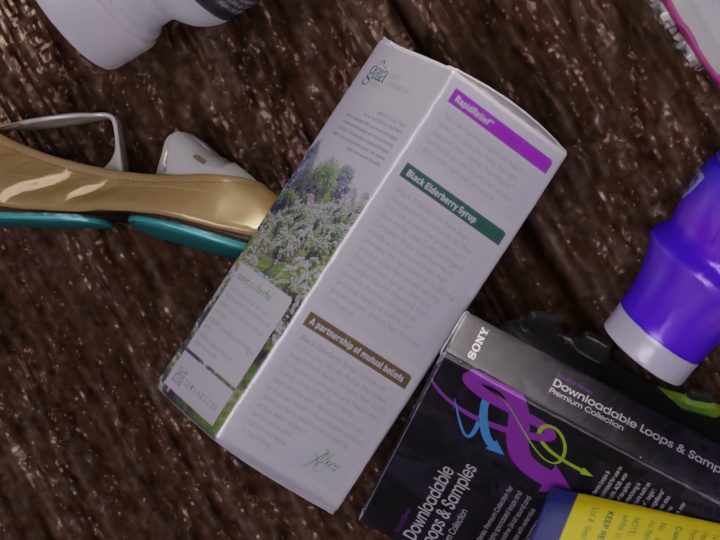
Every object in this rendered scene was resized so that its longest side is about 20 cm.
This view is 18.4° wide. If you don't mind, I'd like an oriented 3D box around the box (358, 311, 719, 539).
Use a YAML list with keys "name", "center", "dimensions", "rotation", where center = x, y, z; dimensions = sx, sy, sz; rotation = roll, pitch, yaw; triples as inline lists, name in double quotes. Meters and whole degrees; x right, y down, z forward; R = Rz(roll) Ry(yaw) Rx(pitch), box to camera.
- name: "box"
  center: [0.109, 0.115, 1.033]
  dimensions: [0.199, 0.036, 0.143]
  rotation: [27, 138, 2]

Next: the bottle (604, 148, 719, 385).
- name: "bottle"
  center: [0.189, -0.038, 1.019]
  dimensions: [0.065, 0.084, 0.200]
  rotation: [38, 104, 5]

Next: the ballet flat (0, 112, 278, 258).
- name: "ballet flat"
  center: [-0.111, -0.044, 1.089]
  dimensions: [0.199, 0.069, 0.063]
  rotation: [8, 84, 9]

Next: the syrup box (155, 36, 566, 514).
- name: "syrup box"
  center: [0.000, 0.000, 1.029]
  dimensions: [0.081, 0.079, 0.200]
  rotation: [34, 89, -31]

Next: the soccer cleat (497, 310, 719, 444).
- name: "soccer cleat"
  center: [0.137, 0.094, 1.069]
  dimensions: [0.200, 0.065, 0.084]
  rotation: [31, 132, 1]

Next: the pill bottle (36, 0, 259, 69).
- name: "pill bottle"
  center: [-0.060, -0.185, 1.031]
  dimensions: [0.200, 0.116, 0.117]
  rotation: [-31, 91, 13]

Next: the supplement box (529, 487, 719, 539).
- name: "supplement box"
  center: [0.162, 0.188, 0.966]
  dimensions: [0.199, 0.109, 0.110]
  rotation: [11, 136, 19]

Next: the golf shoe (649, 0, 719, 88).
- name: "golf shoe"
  center: [0.152, -0.180, 1.013]
  dimensions: [0.091, 0.075, 0.201]
  rotation: [-24, 94, 10]
